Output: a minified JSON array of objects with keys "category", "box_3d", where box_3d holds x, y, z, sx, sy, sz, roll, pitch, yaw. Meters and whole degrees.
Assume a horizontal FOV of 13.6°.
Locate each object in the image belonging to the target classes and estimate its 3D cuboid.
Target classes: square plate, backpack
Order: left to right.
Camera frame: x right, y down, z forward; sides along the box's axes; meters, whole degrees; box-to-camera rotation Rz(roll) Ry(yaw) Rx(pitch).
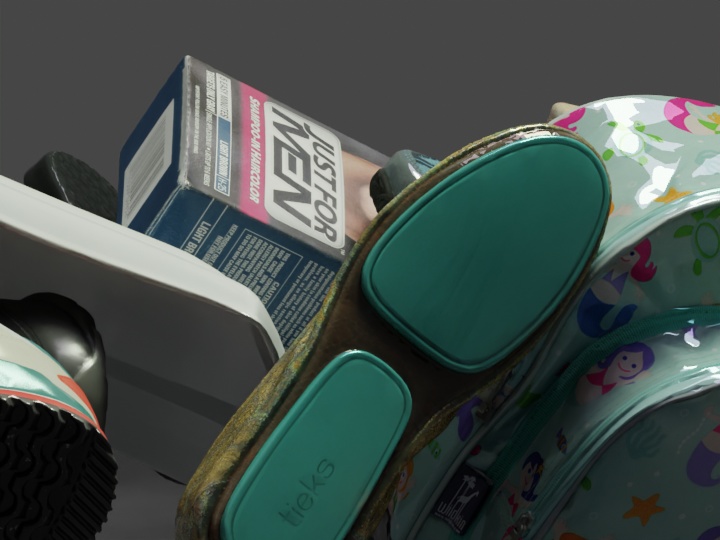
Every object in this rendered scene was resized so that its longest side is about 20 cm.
[{"category":"square plate","box_3d":[-0.094,0.025,1.166,0.199,0.029,0.198,22,-23,24]},{"category":"backpack","box_3d":[0.105,0.044,1.085,0.177,0.201,0.151,15,20,-34]}]

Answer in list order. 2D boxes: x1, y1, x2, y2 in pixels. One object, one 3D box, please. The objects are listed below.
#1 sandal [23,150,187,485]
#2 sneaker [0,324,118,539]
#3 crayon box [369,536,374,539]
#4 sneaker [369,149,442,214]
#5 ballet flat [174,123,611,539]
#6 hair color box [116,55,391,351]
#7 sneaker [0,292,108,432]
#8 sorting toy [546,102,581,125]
[{"category":"sandal","box_3d":[-0.110,0.030,1.339,0.075,0.048,0.201,33,22,-42]},{"category":"sneaker","box_3d":[-0.171,0.030,0.916,0.199,0.071,0.093,19,14,-14]},{"category":"crayon box","box_3d":[-0.004,0.086,1.347,0.126,0.051,0.200,14,1,-21]},{"category":"sneaker","box_3d":[0.098,-0.023,1.199,0.199,0.096,0.079,17,31,-27]},{"category":"ballet flat","box_3d":[0.006,0.031,0.991,0.071,0.200,0.071,33,-22,15]},{"category":"hair color box","box_3d":[0.000,0.000,1.225,0.199,0.061,0.100,26,30,-19]},{"category":"sneaker","box_3d":[-0.167,0.044,1.130,0.079,0.076,0.199,1,1,-39]},{"category":"sorting toy","box_3d":[0.160,-0.002,1.317,0.184,0.037,0.200,14,-21,2]}]
